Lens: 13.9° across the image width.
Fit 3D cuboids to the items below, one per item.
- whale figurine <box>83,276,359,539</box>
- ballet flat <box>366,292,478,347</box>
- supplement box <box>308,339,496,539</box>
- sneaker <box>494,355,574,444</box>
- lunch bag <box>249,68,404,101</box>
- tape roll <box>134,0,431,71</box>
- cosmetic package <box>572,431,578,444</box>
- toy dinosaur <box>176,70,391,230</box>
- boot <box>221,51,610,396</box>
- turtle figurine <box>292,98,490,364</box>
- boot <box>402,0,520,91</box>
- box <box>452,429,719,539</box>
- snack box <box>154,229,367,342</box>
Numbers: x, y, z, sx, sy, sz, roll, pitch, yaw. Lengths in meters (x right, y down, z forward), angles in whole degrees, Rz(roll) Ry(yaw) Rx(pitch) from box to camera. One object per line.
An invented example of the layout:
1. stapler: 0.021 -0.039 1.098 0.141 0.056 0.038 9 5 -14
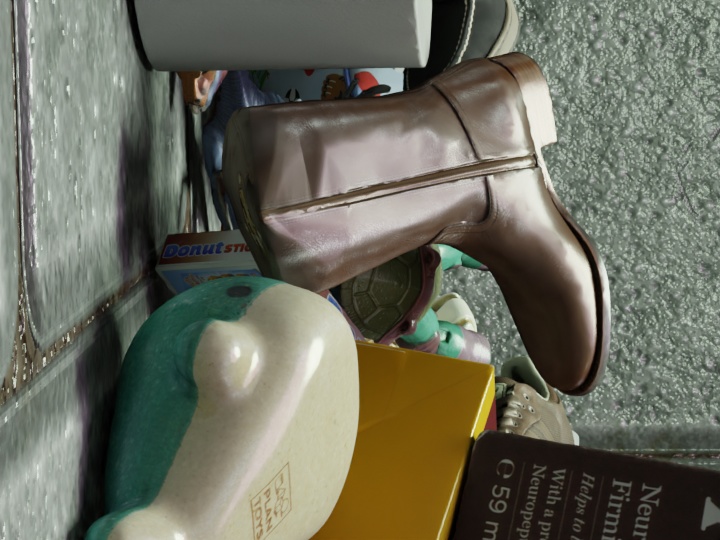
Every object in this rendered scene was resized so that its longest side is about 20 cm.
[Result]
1. whale figurine: -0.079 0.085 1.318 0.200 0.103 0.160 -51 148 -43
2. ballet flat: 0.030 0.039 1.758 0.200 0.065 0.071 21 31 -45
3. supplement box: -0.016 0.171 1.476 0.200 0.132 0.198 85 19 -48
4. sneaker: 0.071 0.102 1.663 0.200 0.070 0.076 -33 108 -73
5. lunch bag: -0.021 -0.134 1.742 0.160 0.075 0.201 -27 -117 58
6. tape roll: -0.037 -0.200 1.465 0.203 0.139 0.204 0 90 -87
7. cosmetic package: 0.029 0.171 1.817 0.200 0.164 0.165 -83 -162 -70
8. toy dinosaur: -0.073 -0.059 1.629 0.105 0.200 0.182 -44 119 -34
9. boot: 0.025 -0.005 1.448 0.200 0.064 0.187 -18 92 -41
10. turtle figurine: 0.000 0.000 1.557 0.200 0.101 0.150 17 106 -48
11. boot: 0.018 -0.180 1.609 0.151 0.073 0.200 42 37 -23
12. box: 0.146 0.188 1.448 0.164 0.199 0.166 58 43 -70
13. snack box: -0.027 0.049 1.528 0.200 0.072 0.024 54 45 -41
